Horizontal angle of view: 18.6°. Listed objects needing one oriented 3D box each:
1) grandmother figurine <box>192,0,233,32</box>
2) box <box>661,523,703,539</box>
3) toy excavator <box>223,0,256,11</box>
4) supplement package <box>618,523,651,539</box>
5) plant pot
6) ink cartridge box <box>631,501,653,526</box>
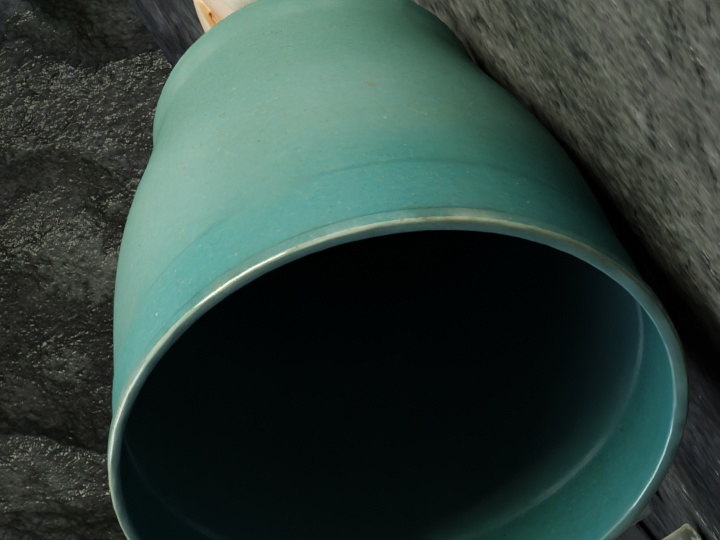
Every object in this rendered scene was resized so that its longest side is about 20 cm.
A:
[{"bbox_3d":[-0.099,-0.188,1.455,0.200,0.060,0.121,53,166,22],"label":"grandmother figurine"},{"bbox_3d":[0.201,0.235,1.106,0.158,0.050,0.200,55,176,33],"label":"box"},{"bbox_3d":[-0.093,-0.177,1.024,0.200,0.100,0.194,59,-162,3],"label":"toy excavator"},{"bbox_3d":[0.121,0.195,1.321,0.110,0.114,0.200,61,175,-34],"label":"supplement package"},{"bbox_3d":[0.000,0.000,0.813,0.188,0.200,0.200,-104,-12,-48],"label":"plant pot"},{"bbox_3d":[0.074,0.025,1.122,0.160,0.047,0.200,54,170,46],"label":"ink cartridge box"}]
